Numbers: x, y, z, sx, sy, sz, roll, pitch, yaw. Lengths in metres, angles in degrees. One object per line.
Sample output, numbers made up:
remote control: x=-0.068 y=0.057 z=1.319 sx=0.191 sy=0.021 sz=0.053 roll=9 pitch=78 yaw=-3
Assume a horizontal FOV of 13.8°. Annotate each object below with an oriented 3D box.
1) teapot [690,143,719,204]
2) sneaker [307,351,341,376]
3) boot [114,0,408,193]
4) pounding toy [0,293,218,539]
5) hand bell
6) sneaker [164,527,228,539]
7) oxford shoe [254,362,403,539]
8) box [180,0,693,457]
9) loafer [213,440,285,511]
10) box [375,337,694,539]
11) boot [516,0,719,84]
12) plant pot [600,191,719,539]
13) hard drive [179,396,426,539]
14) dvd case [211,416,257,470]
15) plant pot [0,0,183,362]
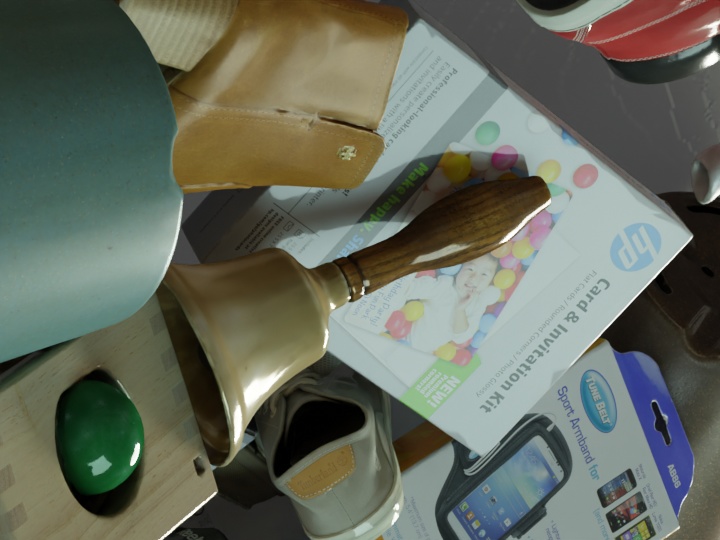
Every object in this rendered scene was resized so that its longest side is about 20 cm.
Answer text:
teapot: x=0.275 y=-0.120 z=1.442 sx=0.146 sy=0.201 sz=0.197 roll=35 pitch=140 yaw=-29
sneaker: x=0.038 y=0.007 z=1.512 sx=0.199 sy=0.081 sz=0.089 roll=-2 pitch=116 yaw=-25
boot: x=-0.070 y=-0.050 z=1.322 sx=0.144 sy=0.071 sz=0.201 roll=14 pitch=129 yaw=-22
pounding toy: x=-0.156 y=0.108 z=1.260 sx=0.199 sy=0.143 sz=0.184 roll=-9 pitch=-165 yaw=29
hand bell: x=0.000 y=0.000 z=1.355 sx=0.200 sy=0.104 sz=0.104 roll=-26 pitch=154 yaw=-20
sneaker: x=-0.109 y=0.168 z=1.531 sx=0.200 sy=0.066 sz=0.091 roll=13 pitch=114 yaw=-49
oxford shoe: x=-0.024 y=0.073 z=1.498 sx=0.075 sy=0.200 sz=0.058 roll=-33 pitch=114 yaw=4
box: x=0.038 y=-0.019 z=1.419 sx=0.200 sy=0.041 sz=0.156 roll=36 pitch=103 yaw=-34
loafer: x=-0.105 y=0.076 z=1.552 sx=0.068 sy=0.076 sz=0.200 roll=-32 pitch=143 yaw=15
box: x=0.080 y=0.120 z=1.537 sx=0.200 sy=0.041 sz=0.119 roll=-32 pitch=113 yaw=-22
boot: x=0.184 y=-0.158 z=1.392 sx=0.200 sy=0.073 sz=0.144 roll=-28 pitch=154 yaw=21
plant pot: x=0.168 y=0.075 z=1.667 sx=0.200 sy=0.201 sz=0.199 roll=-3 pitch=137 yaw=-37
hard drive: x=-0.040 y=0.140 z=1.643 sx=0.200 sy=0.132 sz=0.025 roll=-30 pitch=159 yaw=8
dvd case: x=-0.172 y=0.105 z=1.478 sx=0.200 sy=0.025 sz=0.150 roll=-37 pitch=139 yaw=25
plant pot: x=-0.188 y=-0.034 z=1.174 sx=0.196 sy=0.201 sz=0.200 roll=-12 pitch=151 yaw=-39
